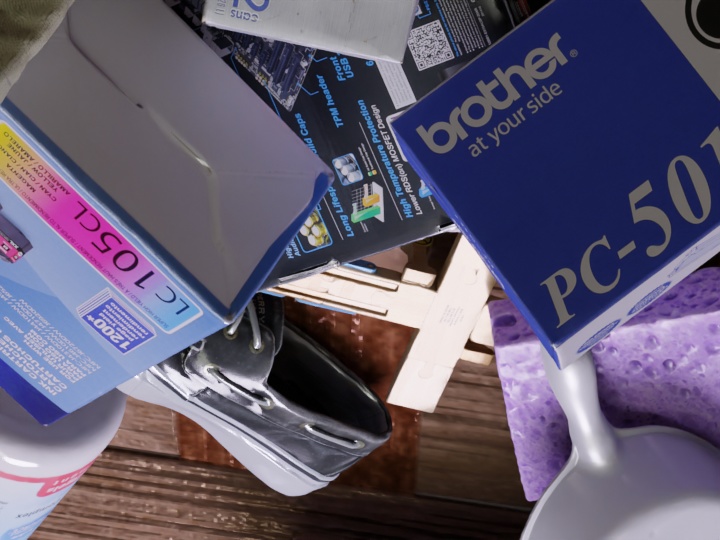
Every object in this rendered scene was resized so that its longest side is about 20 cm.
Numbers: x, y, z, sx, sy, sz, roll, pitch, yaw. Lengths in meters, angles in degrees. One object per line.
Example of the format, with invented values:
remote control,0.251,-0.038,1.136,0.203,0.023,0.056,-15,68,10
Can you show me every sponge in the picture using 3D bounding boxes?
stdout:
sponge,0.161,0.045,0.910,0.198,0.030,0.112,-9,134,7

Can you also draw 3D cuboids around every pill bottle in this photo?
pill bottle,-0.200,0.093,1.004,0.108,0.109,0.200,28,134,-16

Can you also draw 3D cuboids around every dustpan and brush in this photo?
dustpan and brush,0.112,0.100,0.897,0.139,0.057,0.201,-29,132,-12

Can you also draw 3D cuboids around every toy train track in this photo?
toy train track,0.000,0.000,0.911,0.198,0.033,0.115,14,128,-13

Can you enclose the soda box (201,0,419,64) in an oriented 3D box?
soda box,0.003,-0.172,0.654,0.068,0.063,0.202,11,103,0

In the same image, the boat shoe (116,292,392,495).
boat shoe,-0.062,0.030,0.948,0.071,0.073,0.200,-31,132,25

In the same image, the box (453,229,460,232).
box,0.113,-0.038,0.768,0.199,0.041,0.039,1,113,39

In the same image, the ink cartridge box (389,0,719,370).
ink cartridge box,0.117,-0.067,0.679,0.199,0.094,0.044,-36,166,0

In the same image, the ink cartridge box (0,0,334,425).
ink cartridge box,-0.116,-0.026,0.746,0.136,0.077,0.200,44,150,-11

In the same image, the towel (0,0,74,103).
towel,-0.147,-0.169,0.650,0.192,0.201,0.035,34,155,-5

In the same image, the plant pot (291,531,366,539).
plant pot,0.025,0.215,1.041,0.173,0.201,0.201,24,139,16

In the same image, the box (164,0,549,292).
box,-0.019,-0.103,0.754,0.158,0.046,0.202,-18,103,28
